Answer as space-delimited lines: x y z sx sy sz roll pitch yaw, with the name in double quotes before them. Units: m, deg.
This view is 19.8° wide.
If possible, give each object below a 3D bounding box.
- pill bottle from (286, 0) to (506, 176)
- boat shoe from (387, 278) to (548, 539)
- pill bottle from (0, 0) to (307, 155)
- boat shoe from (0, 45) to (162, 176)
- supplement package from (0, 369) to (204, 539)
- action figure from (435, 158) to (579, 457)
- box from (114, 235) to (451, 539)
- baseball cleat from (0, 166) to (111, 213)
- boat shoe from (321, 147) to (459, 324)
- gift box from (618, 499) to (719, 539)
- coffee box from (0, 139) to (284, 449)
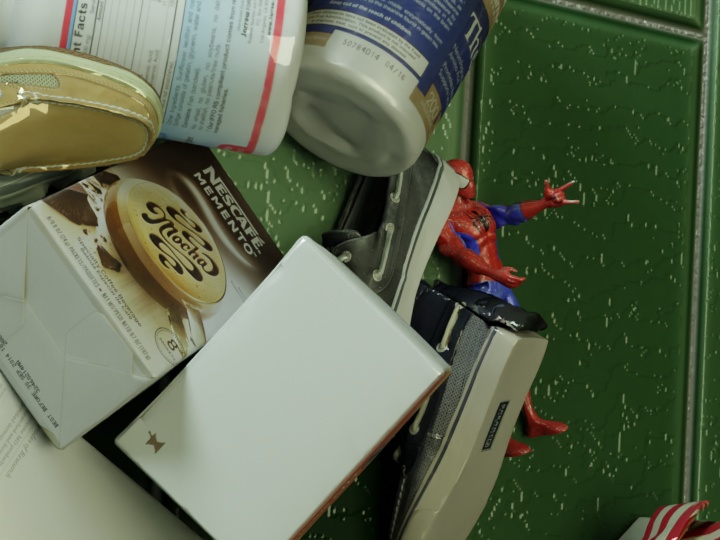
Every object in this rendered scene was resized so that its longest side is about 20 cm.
"pill bottle" 0.029 -0.168 1.322 0.111 0.111 0.201 43 61 -25
"boat shoe" 0.045 0.101 1.351 0.075 0.092 0.201 7 110 -60
"pill bottle" -0.135 -0.134 1.173 0.198 0.109 0.110 10 81 -9
"boat shoe" -0.204 -0.073 1.097 0.198 0.072 0.076 2 41 -10
"supplement package" -0.192 0.155 1.145 0.200 0.121 0.120 43 65 -24
"action figure" 0.106 0.018 1.376 0.065 0.099 0.201 -24 98 -43
"box" -0.036 0.076 1.173 0.106 0.200 0.152 43 91 4
"baseball cleat" -0.231 -0.069 1.166 0.199 0.070 0.107 -27 96 -36
"boat shoe" 0.000 0.000 1.318 0.068 0.072 0.201 37 65 -29
"gift box" 0.239 0.268 1.395 0.185 0.199 0.187 -44 109 -34
"coffee box" -0.129 0.004 1.154 0.113 0.080 0.200 54 25 -1
